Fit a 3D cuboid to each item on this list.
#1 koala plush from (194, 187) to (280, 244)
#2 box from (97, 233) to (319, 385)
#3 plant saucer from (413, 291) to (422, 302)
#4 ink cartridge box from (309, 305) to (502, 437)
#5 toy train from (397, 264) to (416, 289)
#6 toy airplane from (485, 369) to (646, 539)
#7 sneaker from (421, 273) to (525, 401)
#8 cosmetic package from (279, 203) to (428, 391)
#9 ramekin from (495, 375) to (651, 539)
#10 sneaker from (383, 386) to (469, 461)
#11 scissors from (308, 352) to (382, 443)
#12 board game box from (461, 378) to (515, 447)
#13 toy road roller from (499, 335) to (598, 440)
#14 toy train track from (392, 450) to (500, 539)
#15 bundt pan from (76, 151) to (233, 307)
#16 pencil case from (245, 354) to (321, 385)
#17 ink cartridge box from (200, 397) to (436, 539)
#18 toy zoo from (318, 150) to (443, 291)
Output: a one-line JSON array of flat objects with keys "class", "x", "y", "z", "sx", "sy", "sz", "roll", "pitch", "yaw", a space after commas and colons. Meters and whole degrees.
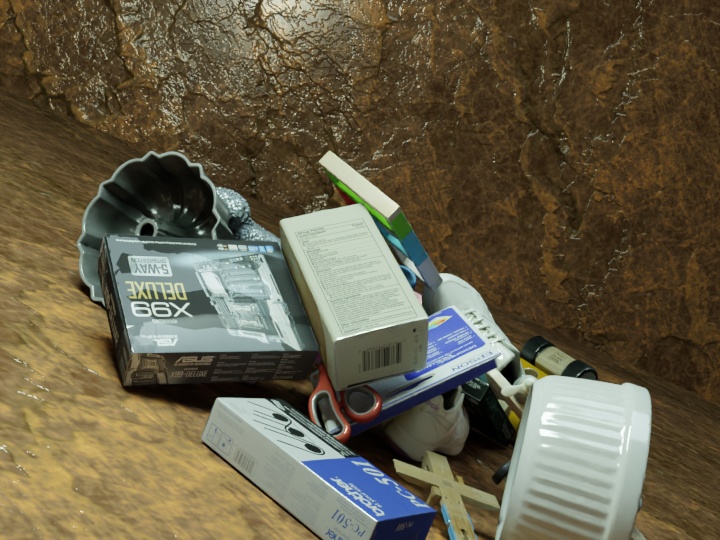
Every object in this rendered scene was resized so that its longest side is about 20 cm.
[{"class": "koala plush", "x": -0.120, "y": 0.021, "z": 1.219, "sx": 0.198, "sy": 0.180, "sz": 0.183, "roll": 24, "pitch": -4, "yaw": 34}, {"class": "box", "x": -0.157, "y": 0.038, "z": 0.977, "sx": 0.197, "sy": 0.050, "sz": 0.159, "roll": 3, "pitch": 44, "yaw": -30}, {"class": "plant saucer", "x": 0.093, "y": 0.103, "z": 1.352, "sx": 0.199, "sy": 0.051, "sz": 0.201, "roll": 37, "pitch": -16, "yaw": 12}, {"class": "ink cartridge box", "x": 0.046, "y": 0.118, "z": 1.046, "sx": 0.200, "sy": 0.195, "sz": 0.048, "roll": -124, "pitch": -170, "yaw": -73}, {"class": "toy train", "x": 0.000, "y": 0.000, "z": 1.213, "sx": 0.084, "sy": 0.117, "sz": 0.201, "roll": -24, "pitch": 56, "yaw": -25}, {"class": "toy airplane", "x": 0.238, "y": 0.211, "z": 1.105, "sx": 0.199, "sy": 0.141, "sz": 0.200, "roll": 40, "pitch": 10, "yaw": -25}, {"class": "sneaker", "x": 0.154, "y": 0.085, "z": 1.199, "sx": 0.201, "sy": 0.078, "sz": 0.099, "roll": 50, "pitch": -7, "yaw": -18}, {"class": "cosmetic package", "x": -0.011, "y": 0.022, "z": 1.002, "sx": 0.103, "sy": 0.072, "sz": 0.201, "roll": -11, "pitch": 41, "yaw": -13}, {"class": "ramekin", "x": 0.192, "y": 0.194, "z": 0.888, "sx": 0.103, "sy": 0.204, "sz": 0.200, "roll": 14, "pitch": 5, "yaw": 9}, {"class": "sneaker", "x": 0.100, "y": 0.167, "z": 1.130, "sx": 0.074, "sy": 0.100, "sz": 0.199, "roll": 37, "pitch": 12, "yaw": 17}, {"class": "scissors", "x": -0.039, "y": 0.094, "z": 0.991, "sx": 0.201, "sy": 0.072, "sz": 0.014, "roll": 60, "pitch": -4, "yaw": 43}, {"class": "board game box", "x": 0.128, "y": 0.164, "z": 1.272, "sx": 0.134, "sy": 0.028, "sz": 0.200, "roll": 28, "pitch": -14, "yaw": 28}, {"class": "toy road roller", "x": 0.259, "y": 0.208, "z": 1.437, "sx": 0.197, "sy": 0.149, "sz": 0.122, "roll": -24, "pitch": 32, "yaw": -26}, {"class": "toy train track", "x": 0.082, "y": 0.233, "z": 0.886, "sx": 0.113, "sy": 0.033, "sz": 0.200, "roll": 22, "pitch": 15, "yaw": -13}, {"class": "bundt pan", "x": -0.237, "y": -0.035, "z": 1.150, "sx": 0.200, "sy": 0.204, "sz": 0.076, "roll": 27, "pitch": -3, "yaw": 27}, {"class": "pencil case", "x": -0.047, "y": 0.064, "z": 1.081, "sx": 0.196, "sy": 0.089, "sz": 0.087, "roll": -14, "pitch": 12, "yaw": -5}, {"class": "ink cartridge box", "x": -0.039, "y": 0.176, "z": 0.827, "sx": 0.198, "sy": 0.045, "sz": 0.093, "roll": 30, "pitch": 10, "yaw": 35}, {"class": "toy zoo", "x": 0.032, "y": -0.049, "z": 1.143, "sx": 0.131, "sy": 0.020, "sz": 0.200, "roll": 42, "pitch": -7, "yaw": 35}]
